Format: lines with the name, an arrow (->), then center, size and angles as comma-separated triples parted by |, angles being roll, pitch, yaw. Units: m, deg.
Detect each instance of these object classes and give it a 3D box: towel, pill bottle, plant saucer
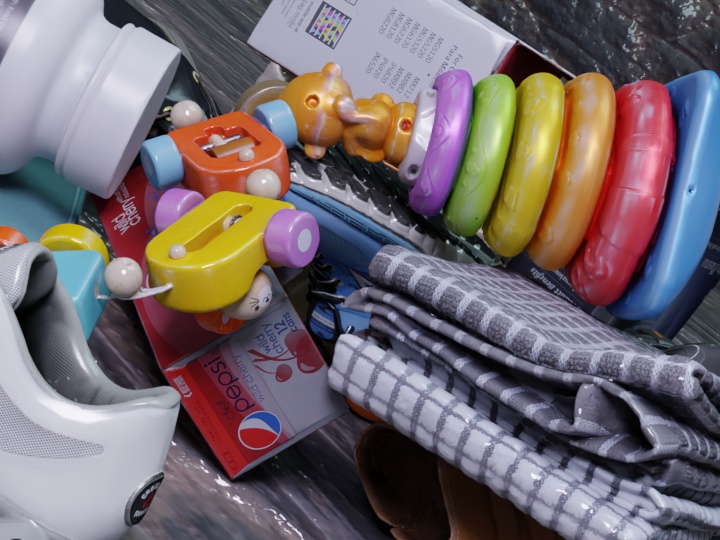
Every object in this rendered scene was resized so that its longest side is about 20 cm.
towel -> 0.096, 0.056, 0.753 | 0.165, 0.086, 0.200 | 30, 5, 28
pill bottle -> -0.193, -0.115, 0.817 | 0.199, 0.112, 0.111 | 26, 12, -4
plant saucer -> -0.172, -0.037, 0.862 | 0.070, 0.019, 0.200 | 33, 11, -14

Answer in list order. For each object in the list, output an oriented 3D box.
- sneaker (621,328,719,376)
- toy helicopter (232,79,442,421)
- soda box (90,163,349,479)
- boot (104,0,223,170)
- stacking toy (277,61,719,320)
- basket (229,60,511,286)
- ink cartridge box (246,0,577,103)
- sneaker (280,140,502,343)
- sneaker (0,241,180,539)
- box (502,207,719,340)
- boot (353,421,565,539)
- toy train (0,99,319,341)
sneaker -> 0.170, 0.069, 1.033 | 0.080, 0.087, 0.200 | 26, -23, -12
toy helicopter -> 0.005, -0.026, 0.928 | 0.200, 0.132, 0.079 | 54, 3, -23
soda box -> -0.071, 0.010, 0.795 | 0.070, 0.063, 0.200 | 61, -3, -29
boot -> -0.130, -0.090, 0.950 | 0.204, 0.073, 0.154 | 60, 12, 30
stacking toy -> 0.058, -0.053, 0.783 | 0.199, 0.117, 0.110 | 13, -2, -5
basket -> -0.004, -0.034, 1.069 | 0.200, 0.124, 0.136 | 36, 10, 9
ink cartridge box -> 0.051, -0.113, 0.991 | 0.175, 0.084, 0.200 | 34, 9, 12
sneaker -> 0.000, 0.000, 0.844 | 0.200, 0.090, 0.078 | 36, 15, -37
sneaker -> -0.145, 0.014, 0.563 | 0.200, 0.089, 0.074 | 35, 13, 3
box -> 0.157, 0.003, 1.195 | 0.123, 0.199, 0.200 | 43, 14, 24
boot -> 0.093, 0.141, 0.784 | 0.154, 0.074, 0.200 | 26, 3, -42
toy train -> -0.097, -0.007, 0.700 | 0.199, 0.056, 0.150 | -22, 31, -24
